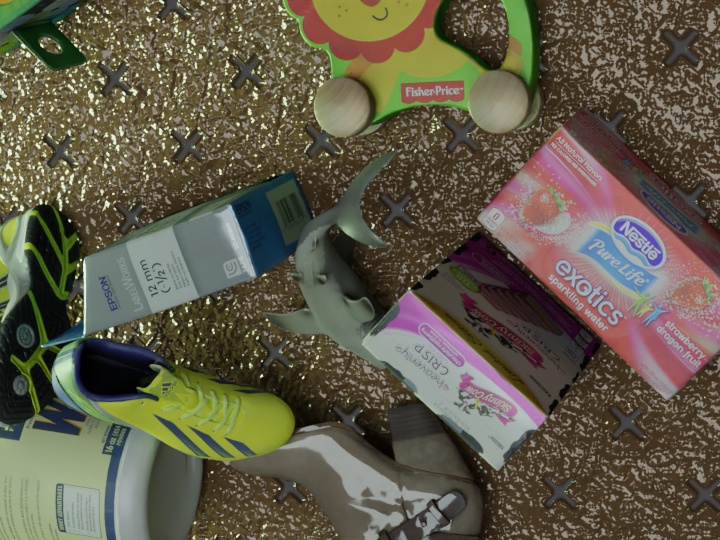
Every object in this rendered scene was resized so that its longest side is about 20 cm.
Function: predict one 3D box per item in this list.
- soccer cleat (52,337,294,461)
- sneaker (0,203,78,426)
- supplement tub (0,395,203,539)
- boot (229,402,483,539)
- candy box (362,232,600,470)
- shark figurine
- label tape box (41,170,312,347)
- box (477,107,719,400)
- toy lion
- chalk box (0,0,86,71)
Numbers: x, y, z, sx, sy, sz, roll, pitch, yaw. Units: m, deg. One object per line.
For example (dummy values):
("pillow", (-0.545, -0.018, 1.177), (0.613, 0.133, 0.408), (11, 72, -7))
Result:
("soccer cleat", (-0.144, 0.101, 1.524), (0.199, 0.084, 0.065), (16, 66, -12))
("sneaker", (-0.285, 0.043, 1.614), (0.076, 0.201, 0.075), (-19, 138, 33))
("supplement tub", (-0.247, 0.167, 1.630), (0.199, 0.145, 0.146), (6, 105, 16))
("boot", (-0.001, 0.194, 1.577), (0.199, 0.070, 0.147), (-14, 78, 12))
("candy box", (0.096, 0.055, 1.459), (0.136, 0.200, 0.061), (42, 113, 4))
("shark figurine", (-0.014, -0.014, 1.531), (0.128, 0.090, 0.215), (12, 144, 19))
("label tape box", (-0.152, -0.010, 1.555), (0.199, 0.143, 0.066), (-17, 98, 21))
("box", (0.200, -0.015, 1.463), (0.200, 0.095, 0.103), (45, 112, 3))
("toy lion", (0.038, -0.200, 1.495), (0.199, 0.069, 0.193), (0, 96, 18))
("chalk box", (-0.293, -0.242, 1.555), (0.124, 0.125, 0.201), (-29, 92, 22))
